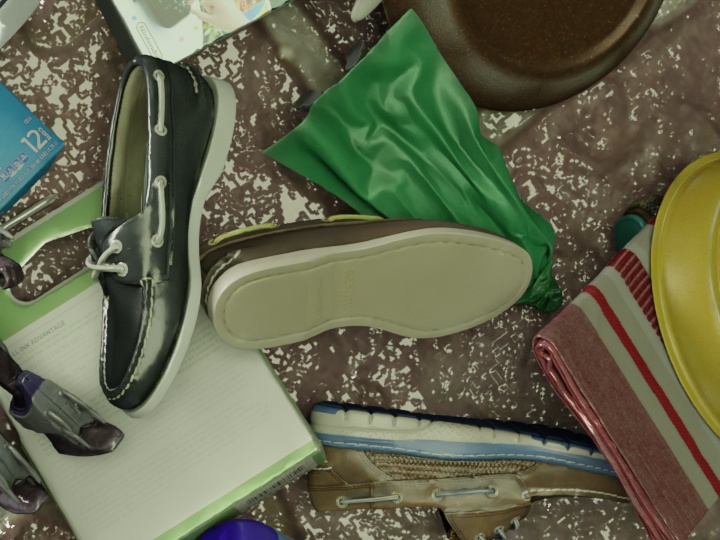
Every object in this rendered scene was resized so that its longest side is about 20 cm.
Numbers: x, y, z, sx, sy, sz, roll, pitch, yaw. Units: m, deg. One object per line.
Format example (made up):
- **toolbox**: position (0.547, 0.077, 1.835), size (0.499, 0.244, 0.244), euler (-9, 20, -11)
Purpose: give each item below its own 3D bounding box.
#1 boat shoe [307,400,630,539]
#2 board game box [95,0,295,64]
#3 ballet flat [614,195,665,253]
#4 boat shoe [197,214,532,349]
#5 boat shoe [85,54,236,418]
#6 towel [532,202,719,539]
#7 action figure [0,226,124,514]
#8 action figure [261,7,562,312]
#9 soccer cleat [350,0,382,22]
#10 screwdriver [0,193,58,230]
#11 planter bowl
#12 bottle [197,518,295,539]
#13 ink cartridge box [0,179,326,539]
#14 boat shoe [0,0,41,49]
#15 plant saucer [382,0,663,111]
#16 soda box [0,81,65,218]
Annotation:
- **boat shoe**: position (0.066, 0.124, 1.572), size (0.200, 0.072, 0.072), euler (8, 93, -1)
- **board game box**: position (-0.072, -0.220, 1.547), size (0.200, 0.064, 0.148), euler (-30, 95, -11)
- **ballet flat**: position (0.201, 0.053, 1.601), size (0.075, 0.068, 0.200), euler (-6, 89, -28)
- **boat shoe**: position (0.000, 0.000, 1.515), size (0.200, 0.060, 0.072), euler (-7, 122, -24)
- **boat shoe**: position (-0.122, -0.020, 1.477), size (0.060, 0.076, 0.200), euler (20, 68, -32)
- **towel**: position (0.185, 0.048, 1.538), size (0.200, 0.023, 0.144), euler (-42, 104, -43)
- **action figure**: position (-0.220, 0.041, 1.434), size (0.130, 0.069, 0.200), euler (-47, 122, -12)
- **action figure**: position (0.050, -0.044, 1.566), size (0.118, 0.055, 0.200), euler (-42, 109, 6)
- **soccer cleat**: position (-0.060, -0.213, 1.485), size (0.200, 0.069, 0.078), euler (31, 100, -6)
- **screwdriver**: position (-0.257, 0.008, 1.525), size (0.200, 0.029, 0.028), euler (-33, 87, -9)
- **planter bowl**: position (0.266, 0.014, 1.551), size (0.200, 0.083, 0.201), euler (16, 64, -38)
- **bottle**: position (-0.012, 0.214, 1.529), size (0.200, 0.065, 0.084), euler (32, 52, -29)
- **ink cartridge box**: position (-0.132, 0.060, 1.532), size (0.145, 0.048, 0.200), euler (-32, 79, -2)
- **boat shoe**: position (-0.258, -0.128, 1.504), size (0.199, 0.074, 0.068), euler (-40, 111, 0)
- **plant saucer**: position (0.107, -0.185, 1.556), size (0.200, 0.037, 0.201), euler (-9, 111, -25)
- **soda box**: position (-0.257, -0.017, 1.488), size (0.064, 0.068, 0.200), euler (44, 72, -3)
